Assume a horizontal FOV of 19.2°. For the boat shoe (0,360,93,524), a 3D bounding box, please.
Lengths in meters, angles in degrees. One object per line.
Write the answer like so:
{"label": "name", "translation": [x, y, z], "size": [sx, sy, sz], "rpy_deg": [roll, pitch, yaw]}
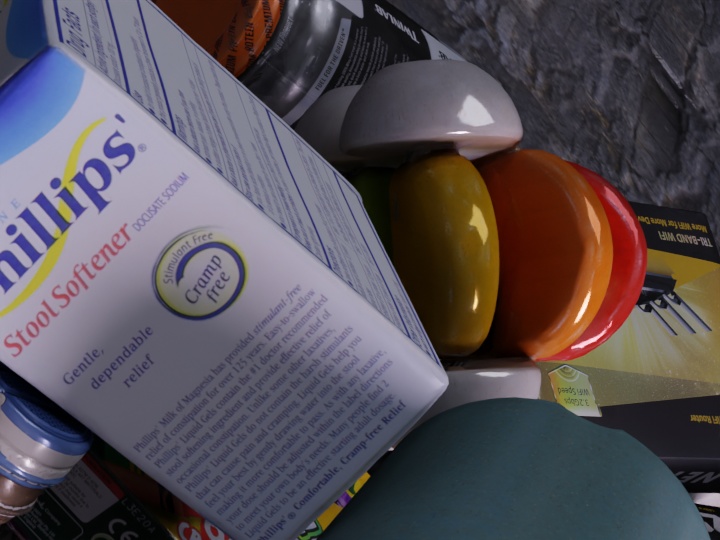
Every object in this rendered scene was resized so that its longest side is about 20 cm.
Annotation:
{"label": "boat shoe", "translation": [-0.171, 0.021, 0.809], "size": [0.072, 0.072, 0.200], "rpy_deg": [33, 16, -42]}

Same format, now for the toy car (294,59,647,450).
{"label": "toy car", "translation": [0.053, -0.005, 1.001], "size": [0.149, 0.200, 0.176], "rpy_deg": [-3, 88, -18]}

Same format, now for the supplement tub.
{"label": "supplement tub", "translation": [-0.027, -0.111, 1.226], "size": [0.200, 0.122, 0.123], "rpy_deg": [31, 31, -45]}

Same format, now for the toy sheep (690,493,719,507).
{"label": "toy sheep", "translation": [0.190, 0.144, 1.281], "size": [0.138, 0.138, 0.201], "rpy_deg": [23, 33, -51]}

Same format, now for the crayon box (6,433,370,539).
{"label": "crayon box", "translation": [-0.066, 0.101, 0.928], "size": [0.200, 0.058, 0.173], "rpy_deg": [49, 23, -14]}

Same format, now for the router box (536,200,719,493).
{"label": "router box", "translation": [0.133, 0.039, 1.160], "size": [0.199, 0.052, 0.158], "rpy_deg": [5, 61, -43]}

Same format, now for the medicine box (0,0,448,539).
{"label": "medicine box", "translation": [-0.083, -0.020, 0.816], "size": [0.200, 0.103, 0.182], "rpy_deg": [40, 11, -24]}

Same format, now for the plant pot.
{"label": "plant pot", "translation": [0.042, 0.158, 0.789], "size": [0.200, 0.200, 0.196], "rpy_deg": [51, 34, -8]}

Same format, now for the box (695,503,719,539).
{"label": "box", "translation": [0.142, 0.164, 1.096], "size": [0.199, 0.050, 0.160], "rpy_deg": [11, 15, -22]}
